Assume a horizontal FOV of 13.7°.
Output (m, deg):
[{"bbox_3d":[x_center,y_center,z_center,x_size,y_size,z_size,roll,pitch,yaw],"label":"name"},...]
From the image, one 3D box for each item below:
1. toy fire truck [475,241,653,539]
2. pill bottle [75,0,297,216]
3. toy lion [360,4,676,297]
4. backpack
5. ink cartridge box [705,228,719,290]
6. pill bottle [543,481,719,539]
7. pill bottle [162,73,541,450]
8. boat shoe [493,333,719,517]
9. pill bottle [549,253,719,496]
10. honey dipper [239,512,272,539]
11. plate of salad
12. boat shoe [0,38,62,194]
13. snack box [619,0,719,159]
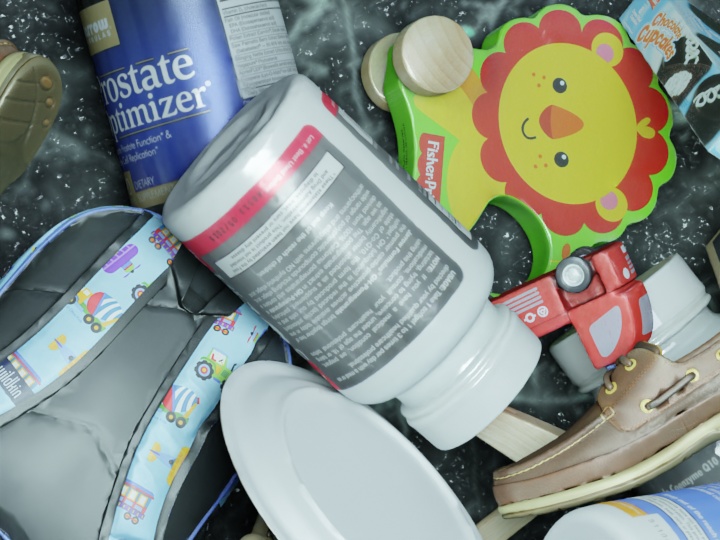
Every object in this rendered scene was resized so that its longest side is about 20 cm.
[{"bbox_3d":[0.085,0.083,1.687,0.200,0.049,0.141,-25,92,15],"label":"toy fire truck"},{"bbox_3d":[-0.097,-0.128,1.691,0.112,0.112,0.201,-16,91,-17],"label":"pill bottle"},{"bbox_3d":[0.095,-0.061,1.774,0.191,0.069,0.201,11,77,-21],"label":"toy lion"},{"bbox_3d":[-0.145,0.074,1.638,0.182,0.135,0.200,39,71,-5],"label":"backpack"},{"bbox_3d":[0.303,0.044,1.737,0.200,0.165,0.075,36,104,-12],"label":"ink cartridge box"},{"bbox_3d":[0.199,0.167,1.595,0.200,0.112,0.112,-6,81,-33],"label":"pill bottle"},{"bbox_3d":[0.000,0.000,1.600,0.200,0.111,0.111,44,72,-13],"label":"pill bottle"},{"bbox_3d":[0.159,0.072,1.623,0.200,0.072,0.068,-26,90,4],"label":"boat shoe"},{"bbox_3d":[0.205,0.098,1.740,0.113,0.113,0.200,-37,90,-18],"label":"pill bottle"},{"bbox_3d":[-0.041,0.114,1.637,0.038,0.200,0.038,2,113,6],"label":"honey dipper"},{"bbox_3d":[-0.003,0.131,1.578,0.200,0.200,0.048,45,113,-3],"label":"plate of salad"},{"bbox_3d":[-0.246,-0.043,1.677,0.067,0.072,0.200,28,80,26],"label":"boat shoe"},{"bbox_3d":[0.226,-0.092,1.735,0.116,0.200,0.037,32,106,-24],"label":"snack box"}]
